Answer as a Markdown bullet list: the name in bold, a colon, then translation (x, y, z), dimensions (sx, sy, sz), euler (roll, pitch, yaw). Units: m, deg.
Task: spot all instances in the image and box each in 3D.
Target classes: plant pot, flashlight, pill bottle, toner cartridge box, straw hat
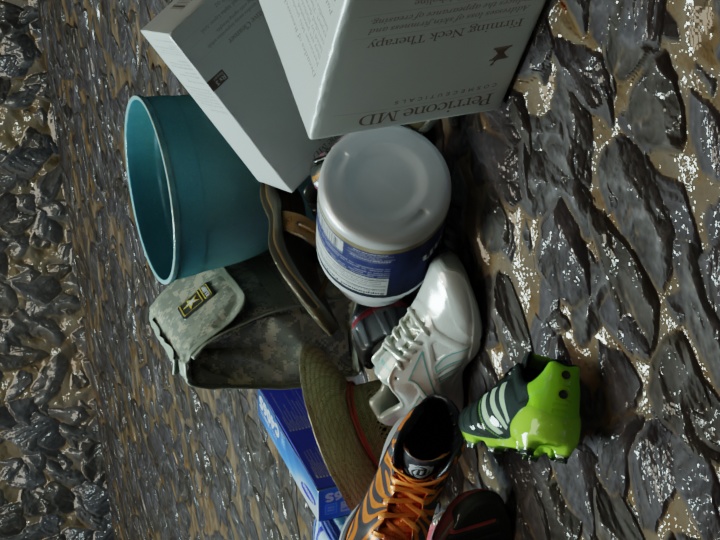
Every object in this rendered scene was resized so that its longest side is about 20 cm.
- **plant pot**: translation (-0.136, -0.100, 1.746), dimensions (0.200, 0.188, 0.200), euler (169, 90, -71)
- **flashlight**: translation (0.000, 0.000, 1.590), dimensions (0.068, 0.068, 0.200), euler (-56, 44, 41)
- **pill bottle**: translation (0.017, -0.038, 1.426), dimensions (0.200, 0.111, 0.111), euler (97, 158, -70)
- **toner cartridge box**: translation (-0.035, 0.183, 1.748), dimensions (0.200, 0.095, 0.043), euler (-126, 30, -54)
- **straw hat**: translation (0.021, 0.144, 1.564), dimensions (0.201, 0.085, 0.201), euler (-21, -90, -78)

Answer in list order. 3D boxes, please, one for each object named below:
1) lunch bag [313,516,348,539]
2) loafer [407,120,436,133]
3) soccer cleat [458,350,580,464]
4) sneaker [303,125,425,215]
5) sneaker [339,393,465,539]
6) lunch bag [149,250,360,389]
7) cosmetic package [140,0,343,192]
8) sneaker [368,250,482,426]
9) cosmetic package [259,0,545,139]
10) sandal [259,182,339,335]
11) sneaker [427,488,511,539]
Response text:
- **lunch bag**: translation (0.000, 0.366, 1.766), dimensions (0.161, 0.082, 0.200), euler (-124, 31, -56)
- **loafer**: translation (0.017, -0.189, 1.400), dimensions (0.075, 0.070, 0.200), euler (-59, 38, 26)
- **soccer cleat**: translation (0.129, 0.107, 1.287), dimensions (0.200, 0.067, 0.081), euler (161, 122, -76)
- **sneaker**: translation (0.000, -0.095, 1.506), dimensions (0.200, 0.086, 0.080), euler (115, 139, -59)
- **sneaker**: translation (0.033, 0.192, 1.383), dimensions (0.112, 0.077, 0.200), euler (106, 180, -67)
- **lunch bag**: translation (-0.121, 0.054, 1.766), dimensions (0.164, 0.200, 0.118), euler (-134, 38, -61)
- **cosmetic package**: translation (-0.099, -0.184, 1.550), dimensions (0.200, 0.113, 0.081), euler (50, 166, -25)
- **sneaker**: translation (0.056, 0.070, 1.444), dimensions (0.070, 0.080, 0.200), euler (-117, 26, -45)
- **cosmetic package**: translation (0.029, -0.231, 1.221), dimensions (0.200, 0.167, 0.167), euler (109, 145, -57)
- **sandal**: translation (-0.048, -0.025, 1.570), dimensions (0.082, 0.055, 0.200), euler (50, -163, -40)
- **sneaker**: translation (0.079, 0.245, 1.477), dimensions (0.200, 0.074, 0.087), euler (101, 154, -47)
